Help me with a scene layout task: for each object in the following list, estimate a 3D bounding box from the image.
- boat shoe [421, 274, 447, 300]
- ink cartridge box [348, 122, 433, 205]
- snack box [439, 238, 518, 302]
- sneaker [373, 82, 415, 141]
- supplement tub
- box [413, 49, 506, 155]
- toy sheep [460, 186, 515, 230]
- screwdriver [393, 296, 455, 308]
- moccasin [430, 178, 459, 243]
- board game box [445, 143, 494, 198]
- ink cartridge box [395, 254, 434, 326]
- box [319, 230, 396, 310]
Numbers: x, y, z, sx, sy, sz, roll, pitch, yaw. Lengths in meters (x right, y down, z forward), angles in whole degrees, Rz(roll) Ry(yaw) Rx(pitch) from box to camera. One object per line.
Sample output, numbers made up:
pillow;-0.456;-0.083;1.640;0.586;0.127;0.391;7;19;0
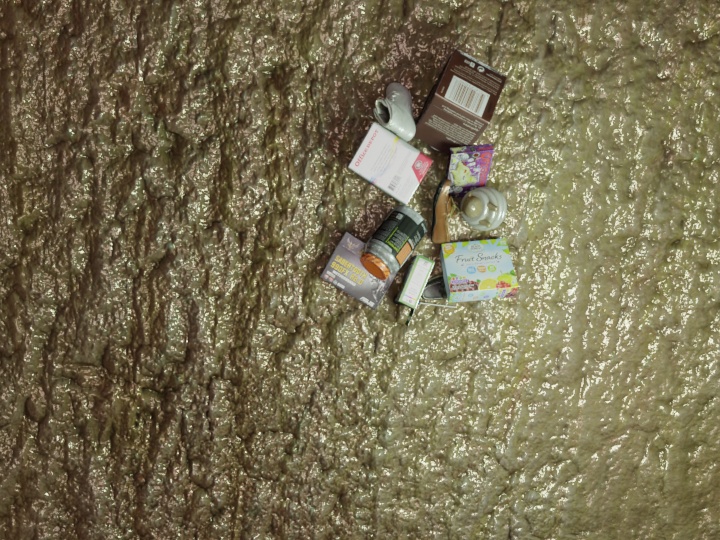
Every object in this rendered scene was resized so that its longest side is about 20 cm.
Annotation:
boat shoe;0.276;0.048;1.615;0.196;0.065;0.074;-16;99;2
ink cartridge box;0.080;-0.302;1.518;0.198;0.145;0.147;32;98;-6
snack box;0.343;-0.001;1.565;0.196;0.068;0.171;-4;59;-1
sneaker;0.085;-0.461;1.469;0.073;0.115;0.203;-34;54;33
supplement tub;0.093;-0.079;1.533;0.122;0.122;0.201;42;71;-7
box;0.263;-0.443;1.447;0.164;0.200;0.166;26;69;-5
toy sheep;0.363;-0.177;1.540;0.198;0.137;0.140;3;102;-46
screwdriver;0.198;0.099;1.639;0.196;0.028;0.029;3;127;2
moccasin;0.247;-0.168;1.547;0.076;0.074;0.205;4;119;7
board game box;0.303;-0.277;1.511;0.118;0.201;0.033;-10;61;-1
ink cartridge box;0.150;0.058;1.577;0.058;0.104;0.203;22;87;0
box;0.000;0.000;1.613;0.198;0.048;0.160;32;97;-6
